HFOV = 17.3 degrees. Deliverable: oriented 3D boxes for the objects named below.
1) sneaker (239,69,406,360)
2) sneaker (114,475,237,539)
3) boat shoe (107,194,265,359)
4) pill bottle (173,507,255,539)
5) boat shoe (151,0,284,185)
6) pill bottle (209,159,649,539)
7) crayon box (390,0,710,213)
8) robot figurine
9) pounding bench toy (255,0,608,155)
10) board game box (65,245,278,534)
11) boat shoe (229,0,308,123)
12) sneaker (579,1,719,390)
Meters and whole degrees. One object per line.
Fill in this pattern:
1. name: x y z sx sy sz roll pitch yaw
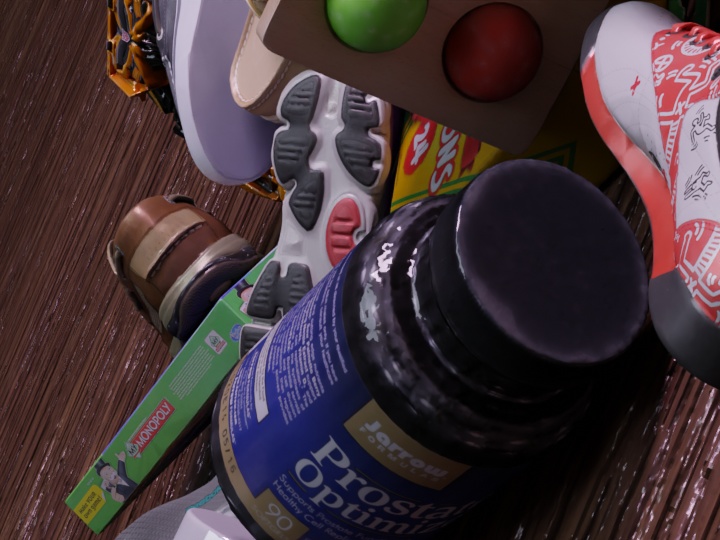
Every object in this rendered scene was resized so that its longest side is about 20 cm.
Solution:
1. sneaker: 0.000 0.000 1.146 0.080 0.083 0.202 12 95 30
2. sneaker: -0.037 0.121 1.107 0.200 0.080 0.071 -38 21 20
3. boat shoe: -0.096 -0.004 1.273 0.076 0.074 0.200 -46 -3 -10
4. pill bottle: -0.076 0.213 1.025 0.201 0.112 0.113 -66 18 1
5. boat shoe: -0.082 -0.139 1.233 0.066 0.069 0.202 -19 76 55
6. pill bottle: 0.027 0.039 0.942 0.200 0.111 0.113 -44 28 52
7. crayon box: 0.082 -0.085 1.038 0.200 0.051 0.128 -47 25 45
8. robot figurine: -0.076 -0.116 1.316 0.199 0.058 0.146 33 133 35
9. pounding bench toy: -0.006 -0.155 0.950 0.125 0.199 0.156 -62 24 17
10. board game box: -0.074 0.047 1.267 0.135 0.029 0.200 -44 -5 -48
11. boat shoe: -0.028 -0.153 1.124 0.201 0.069 0.074 -60 41 38
12. sneaker: 0.138 -0.058 0.817 0.108 0.067 0.202 -54 25 31
